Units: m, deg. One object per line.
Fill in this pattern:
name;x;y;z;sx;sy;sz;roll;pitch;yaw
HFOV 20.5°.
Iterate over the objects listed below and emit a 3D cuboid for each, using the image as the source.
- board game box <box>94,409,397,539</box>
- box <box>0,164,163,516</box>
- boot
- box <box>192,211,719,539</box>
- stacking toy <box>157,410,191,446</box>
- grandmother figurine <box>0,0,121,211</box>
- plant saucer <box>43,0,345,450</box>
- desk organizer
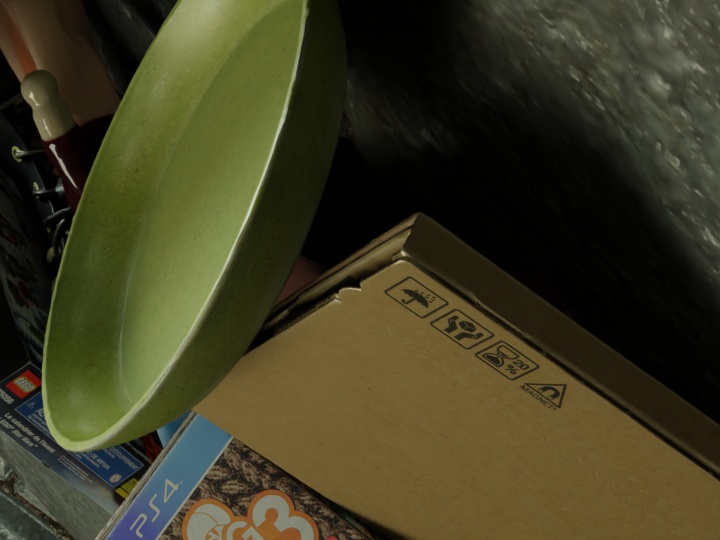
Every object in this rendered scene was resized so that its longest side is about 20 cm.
board game box;-0.002;0.142;0.827;0.200;0.097;0.159;38;-172;4
box;-0.167;0.015;0.993;0.137;0.040;0.201;50;-170;-51
boot;-0.148;-0.052;0.974;0.204;0.073;0.154;49;-167;-42
box;0.052;0.068;0.695;0.199;0.021;0.163;34;146;-17
stacking toy;-0.087;0.084;1.203;0.200;0.109;0.117;-136;29;-61
grandmother figurine;-0.123;-0.061;0.913;0.121;0.060;0.201;2;-117;-62
plant saucer;-0.057;-0.027;0.707;0.031;0.201;0.200;23;174;-22
desk organizer;0.000;0.000;0.807;0.077;0.072;0.200;60;162;-23
